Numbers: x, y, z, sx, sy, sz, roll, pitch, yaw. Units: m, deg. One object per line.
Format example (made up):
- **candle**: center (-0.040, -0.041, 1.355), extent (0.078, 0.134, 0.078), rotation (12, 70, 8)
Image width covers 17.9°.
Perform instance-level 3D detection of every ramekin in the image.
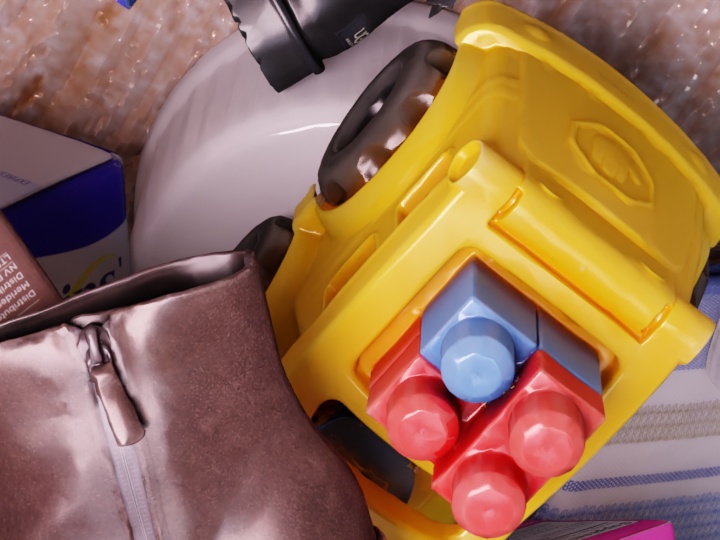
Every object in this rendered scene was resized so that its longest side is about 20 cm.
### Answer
- **ramekin**: center (0.000, 0.000, 0.918), extent (0.200, 0.098, 0.201), rotation (2, 116, 4)

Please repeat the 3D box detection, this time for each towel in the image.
- **towel**: center (0.130, 0.081, 0.943), extent (0.147, 0.024, 0.200), rotation (-4, 124, -37)

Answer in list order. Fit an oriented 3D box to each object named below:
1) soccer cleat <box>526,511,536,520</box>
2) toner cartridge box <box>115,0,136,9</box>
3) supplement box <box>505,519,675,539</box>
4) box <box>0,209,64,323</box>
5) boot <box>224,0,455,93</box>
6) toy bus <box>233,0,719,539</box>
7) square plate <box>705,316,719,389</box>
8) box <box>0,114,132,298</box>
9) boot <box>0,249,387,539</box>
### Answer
- **soccer cleat**: center (0.032, 0.133, 0.998), extent (0.077, 0.069, 0.200), rotation (24, 119, -2)
- **toner cartridge box**: center (-0.059, -0.199, 0.792), extent (0.095, 0.043, 0.200), rotation (36, 81, 4)
- **supplement box**: center (0.025, 0.156, 0.886), extent (0.200, 0.103, 0.102), rotation (-7, 93, 50)
- **box**: center (-0.117, 0.050, 0.761), extent (0.075, 0.100, 0.200), rotation (-37, 126, -12)
- **boot**: center (0.000, -0.178, 0.844), extent (0.162, 0.073, 0.199), rotation (-28, 88, 3)
- **toy bus**: center (0.026, 0.037, 0.774), extent (0.136, 0.192, 0.200), rotation (36, 114, -14)
- **square plate**: center (0.225, 0.014, 0.796), extent (0.200, 0.028, 0.199), rotation (26, 133, 20)
- **box**: center (-0.183, 0.038, 0.908), extent (0.184, 0.105, 0.201), rotation (18, 123, 35)
- **boot**: center (-0.094, 0.093, 0.702), extent (0.199, 0.072, 0.167), rotation (-20, 111, 3)
